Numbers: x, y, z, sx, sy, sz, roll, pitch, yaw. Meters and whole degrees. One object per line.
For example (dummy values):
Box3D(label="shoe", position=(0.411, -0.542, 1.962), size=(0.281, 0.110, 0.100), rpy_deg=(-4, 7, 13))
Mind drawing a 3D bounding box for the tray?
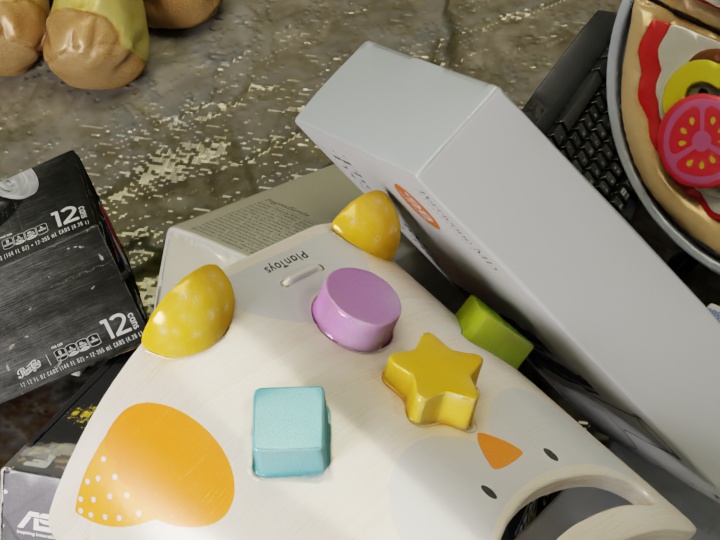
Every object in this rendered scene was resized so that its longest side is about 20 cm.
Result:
Box3D(label="tray", position=(0.120, 0.106, 1.116), size=(0.107, 0.022, 0.200), rpy_deg=(3, 13, 20))

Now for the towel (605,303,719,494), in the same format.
Box3D(label="towel", position=(0.168, 0.100, 1.217), size=(0.146, 0.024, 0.200), rpy_deg=(17, 47, 17))

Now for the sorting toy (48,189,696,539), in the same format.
Box3D(label="sorting toy", position=(0.023, 0.069, 1.057), size=(0.180, 0.107, 0.200), rpy_deg=(33, 37, 25))

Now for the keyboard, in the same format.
Box3D(label="keyboard", position=(0.111, -0.025, 1.301), size=(0.021, 0.127, 0.200), rpy_deg=(-20, 22, 38))

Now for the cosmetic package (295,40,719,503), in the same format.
Box3D(label="cosmetic package", position=(0.076, 0.001, 1.139), size=(0.052, 0.200, 0.151), rpy_deg=(-48, 21, -7))

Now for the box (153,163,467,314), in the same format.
Box3D(label="box", position=(0.000, 0.000, 1.251), size=(0.082, 0.069, 0.200), rpy_deg=(24, 26, 29))

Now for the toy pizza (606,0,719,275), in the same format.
Box3D(label="toy pizza", position=(0.204, -0.088, 1.275), size=(0.199, 0.032, 0.201), rpy_deg=(-2, 84, 17))

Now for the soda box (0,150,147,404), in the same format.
Box3D(label="soda box", position=(-0.196, 0.027, 1.240), size=(0.199, 0.071, 0.063), rpy_deg=(-24, 37, -1))

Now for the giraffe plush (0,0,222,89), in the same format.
Box3D(label="giraffe plush", position=(-0.151, -0.214, 1.474), size=(0.172, 0.163, 0.200), rpy_deg=(11, 44, 15))

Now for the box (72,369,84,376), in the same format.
Box3D(label="box", position=(-0.210, -0.002, 1.334), size=(0.199, 0.039, 0.042), rpy_deg=(16, 46, 19))

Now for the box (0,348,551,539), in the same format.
Box3D(label="box", position=(-0.029, 0.089, 1.179), size=(0.199, 0.049, 0.161), rpy_deg=(9, 20, 12))
